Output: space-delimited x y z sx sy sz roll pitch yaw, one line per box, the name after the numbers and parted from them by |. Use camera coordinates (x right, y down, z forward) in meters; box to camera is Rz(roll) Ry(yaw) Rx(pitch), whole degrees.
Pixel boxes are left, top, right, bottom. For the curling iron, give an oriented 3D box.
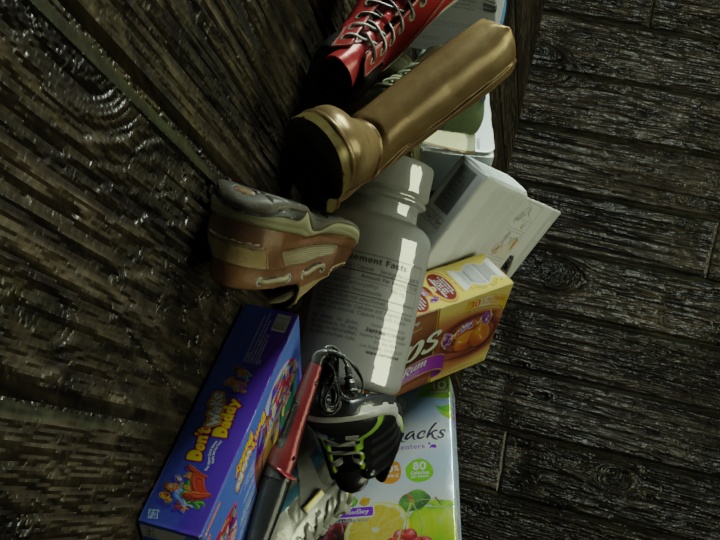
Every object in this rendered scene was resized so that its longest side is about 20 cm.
-0.049 0.148 0.822 0.026 0.049 0.201 -23 -140 64 | curling iron

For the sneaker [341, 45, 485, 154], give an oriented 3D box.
0.050 -0.165 1.016 0.200 0.067 0.090 3 109 -50 | sneaker

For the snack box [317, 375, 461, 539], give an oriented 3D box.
0.029 0.210 1.137 0.053 0.142 0.201 75 13 -49 | snack box

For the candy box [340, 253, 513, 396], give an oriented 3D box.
0.053 0.063 1.125 0.199 0.056 0.117 -18 139 -35 | candy box

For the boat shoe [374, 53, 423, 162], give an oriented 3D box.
0.033 -0.119 1.132 0.063 0.073 0.201 -56 148 -52 | boat shoe

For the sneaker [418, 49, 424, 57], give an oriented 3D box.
0.095 -0.187 1.370 0.201 0.073 0.119 90 13 -50 | sneaker

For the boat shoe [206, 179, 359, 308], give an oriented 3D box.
-0.060 -0.014 0.786 0.200 0.075 0.074 12 95 -71 | boat shoe

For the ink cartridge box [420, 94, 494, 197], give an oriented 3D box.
0.087 -0.104 1.254 0.200 0.082 0.146 99 -6 -45 | ink cartridge box

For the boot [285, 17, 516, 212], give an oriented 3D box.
0.037 -0.133 0.857 0.200 0.066 0.175 -37 179 -11 | boot

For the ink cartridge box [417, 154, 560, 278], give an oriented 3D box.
0.106 -0.015 1.184 0.200 0.044 0.173 -53 148 15 | ink cartridge box

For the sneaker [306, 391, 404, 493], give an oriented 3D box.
0.001 0.149 0.949 0.200 0.071 0.083 38 56 -69 | sneaker

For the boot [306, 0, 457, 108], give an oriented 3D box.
0.034 -0.215 0.875 0.200 0.072 0.144 -49 -176 33 | boot

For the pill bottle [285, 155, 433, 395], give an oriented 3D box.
0.000 0.000 0.969 0.114 0.114 0.201 36 66 -78 | pill bottle

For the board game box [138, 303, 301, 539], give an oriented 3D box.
-0.095 0.144 0.818 0.135 0.045 0.200 91 15 -45 | board game box

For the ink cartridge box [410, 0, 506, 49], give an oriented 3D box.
0.083 -0.295 1.076 0.200 0.115 0.067 78 27 -66 | ink cartridge box

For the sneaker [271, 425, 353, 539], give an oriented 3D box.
-0.051 0.214 1.024 0.077 0.080 0.201 87 19 -58 | sneaker
